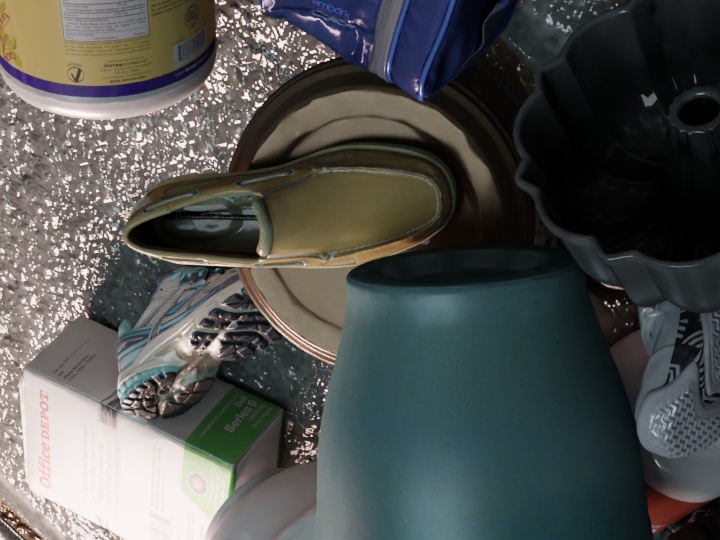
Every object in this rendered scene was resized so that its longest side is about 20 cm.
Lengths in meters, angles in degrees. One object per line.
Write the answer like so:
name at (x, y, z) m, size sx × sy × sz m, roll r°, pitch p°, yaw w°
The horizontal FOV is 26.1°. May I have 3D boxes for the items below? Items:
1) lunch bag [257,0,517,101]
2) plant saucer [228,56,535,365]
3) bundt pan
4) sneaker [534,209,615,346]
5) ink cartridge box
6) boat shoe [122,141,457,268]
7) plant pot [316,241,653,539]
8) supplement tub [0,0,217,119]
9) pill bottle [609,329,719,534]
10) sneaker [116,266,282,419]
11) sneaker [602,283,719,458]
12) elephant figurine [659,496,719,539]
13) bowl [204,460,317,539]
lunch bag at (0.044, -0.204, 0.834) m, size 0.131 × 0.136 × 0.201 m, roll 29°, pitch 132°, yaw 11°
plant saucer at (0.008, -0.030, 0.951) m, size 0.197 × 0.029 × 0.203 m, roll 3°, pitch 104°, yaw 13°
bundt pan at (0.185, -0.060, 0.816) m, size 0.200 × 0.203 × 0.076 m, roll 6°, pitch 146°, yaw 30°
sneaker at (0.089, -0.024, 0.978) m, size 0.199 × 0.078 × 0.100 m, roll 36°, pitch 120°, yaw -3°
ink cartridge box at (-0.170, 0.145, 1.259) m, size 0.198 × 0.084 × 0.147 m, roll 24°, pitch 132°, yaw 17°
boat shoe at (-0.043, -0.028, 0.908) m, size 0.197 × 0.076 × 0.073 m, roll -9°, pitch 100°, yaw 15°
plant pot at (0.064, 0.087, 0.865) m, size 0.198 × 0.199 × 0.191 m, roll 2°, pitch 102°, yaw 32°
supplement tub at (-0.163, -0.212, 0.958) m, size 0.144 × 0.146 × 0.202 m, roll 18°, pitch 129°, yaw 22°
pill bottle at (0.174, 0.105, 0.977) m, size 0.112 × 0.112 × 0.200 m, roll 43°, pitch 139°, yaw -1°
sneaker at (-0.115, 0.025, 1.144) m, size 0.199 × 0.077 × 0.087 m, roll -36°, pitch 56°, yaw 26°
sneaker at (0.170, 0.014, 0.872) m, size 0.114 × 0.201 × 0.075 m, roll 8°, pitch 143°, yaw 35°
elephant figurine at (0.250, 0.182, 0.956) m, size 0.200 × 0.140 × 0.157 m, roll 42°, pitch 123°, yaw 36°
bowl at (-0.056, 0.215, 1.184) m, size 0.090 × 0.200 × 0.203 m, roll 41°, pitch 139°, yaw 33°
